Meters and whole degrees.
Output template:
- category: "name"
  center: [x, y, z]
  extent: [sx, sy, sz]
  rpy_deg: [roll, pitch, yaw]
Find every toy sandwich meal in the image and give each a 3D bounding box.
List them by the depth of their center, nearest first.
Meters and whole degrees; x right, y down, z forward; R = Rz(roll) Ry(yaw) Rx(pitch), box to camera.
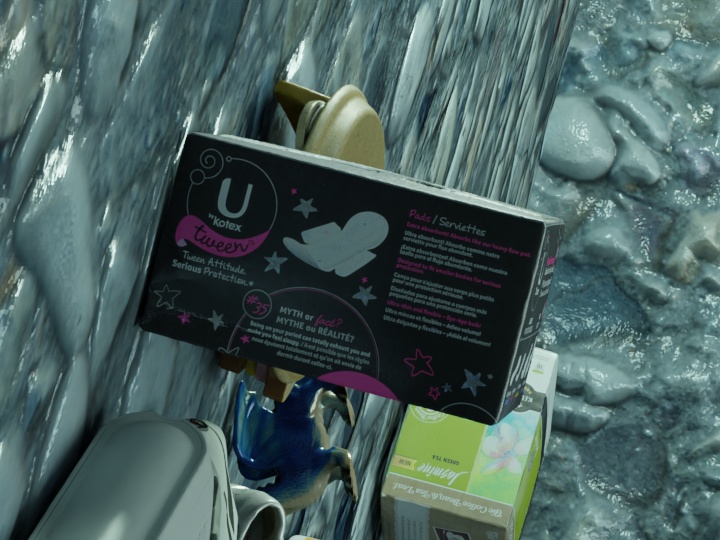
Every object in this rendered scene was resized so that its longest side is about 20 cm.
- category: "toy sandwich meal"
  center: [-0.041, -0.022, 1.653]
  extent: [0.205, 0.070, 0.205]
  rpy_deg: [13, 90, -77]

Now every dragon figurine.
- category: "dragon figurine"
  center: [-0.055, 0.106, 1.784]
  extent: [0.059, 0.099, 0.200]
  rpy_deg: [77, 9, -69]

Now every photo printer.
- category: "photo printer"
  center: [-0.130, 0.176, 1.366]
  extent: [0.200, 0.069, 0.167]
  rpy_deg: [-62, 164, -60]

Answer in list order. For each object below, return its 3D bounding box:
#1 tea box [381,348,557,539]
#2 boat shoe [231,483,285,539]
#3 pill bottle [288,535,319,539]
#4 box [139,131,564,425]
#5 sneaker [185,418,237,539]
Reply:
- category: "tea box"
  center: [0.110, 0.193, 2.728]
  extent: [0.200, 0.134, 0.197]
  rpy_deg: [87, 18, -63]
- category: "boat shoe"
  center: [-0.086, 0.234, 1.686]
  extent: [0.069, 0.071, 0.200]
  rpy_deg: [1, -97, 58]
- category: "pill bottle"
  center: [0.026, 0.288, 2.148]
  extent: [0.112, 0.200, 0.112]
  rpy_deg: [14, 90, -82]
- category: "box"
  center: [0.000, 0.000, 1.476]
  extent: [0.132, 0.200, 0.115]
  rpy_deg: [-13, 118, -81]
- category: "sneaker"
  center: [-0.103, 0.178, 1.538]
  extent: [0.089, 0.074, 0.200]
  rpy_deg: [-46, 150, -70]
